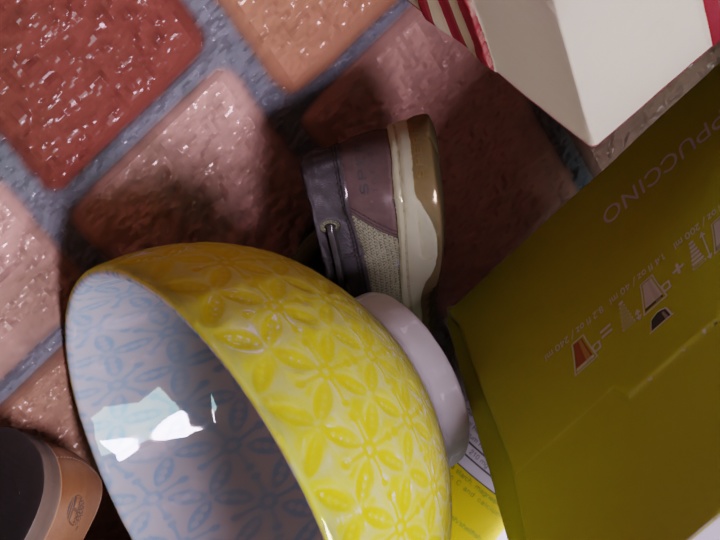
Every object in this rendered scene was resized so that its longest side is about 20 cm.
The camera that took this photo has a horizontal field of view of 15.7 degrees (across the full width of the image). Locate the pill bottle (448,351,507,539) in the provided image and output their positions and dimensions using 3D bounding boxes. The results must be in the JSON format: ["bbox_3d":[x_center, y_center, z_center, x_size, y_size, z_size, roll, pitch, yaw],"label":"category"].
[{"bbox_3d":[0.076,0.080,1.199,0.200,0.104,0.104,-54,144,10],"label":"pill bottle"}]

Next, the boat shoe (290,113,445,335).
[{"bbox_3d":[0.000,0.001,1.123,0.065,0.072,0.201,0,150,-2],"label":"boat shoe"}]

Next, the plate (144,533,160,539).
[{"bbox_3d":[-0.107,0.191,1.182,0.200,0.026,0.201,-40,157,-21],"label":"plate"}]

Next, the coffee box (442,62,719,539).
[{"bbox_3d":[0.181,0.061,1.024,0.197,0.201,0.200,32,117,-32],"label":"coffee box"}]

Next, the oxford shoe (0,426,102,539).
[{"bbox_3d":[-0.170,0.160,1.090,0.201,0.071,0.071,-54,149,7],"label":"oxford shoe"}]

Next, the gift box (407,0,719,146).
[{"bbox_3d":[0.068,-0.172,0.926,0.200,0.184,0.187,-44,147,-15],"label":"gift box"}]

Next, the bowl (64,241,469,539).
[{"bbox_3d":[-0.021,0.068,1.044,0.107,0.200,0.201,-28,140,-26],"label":"bowl"}]
